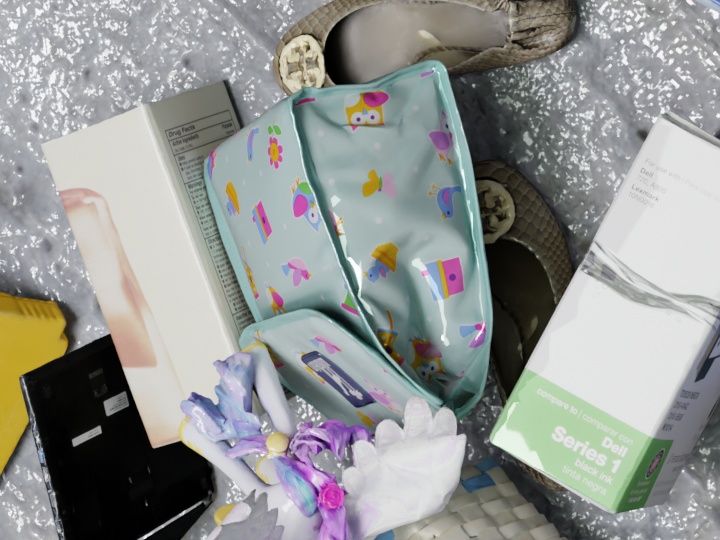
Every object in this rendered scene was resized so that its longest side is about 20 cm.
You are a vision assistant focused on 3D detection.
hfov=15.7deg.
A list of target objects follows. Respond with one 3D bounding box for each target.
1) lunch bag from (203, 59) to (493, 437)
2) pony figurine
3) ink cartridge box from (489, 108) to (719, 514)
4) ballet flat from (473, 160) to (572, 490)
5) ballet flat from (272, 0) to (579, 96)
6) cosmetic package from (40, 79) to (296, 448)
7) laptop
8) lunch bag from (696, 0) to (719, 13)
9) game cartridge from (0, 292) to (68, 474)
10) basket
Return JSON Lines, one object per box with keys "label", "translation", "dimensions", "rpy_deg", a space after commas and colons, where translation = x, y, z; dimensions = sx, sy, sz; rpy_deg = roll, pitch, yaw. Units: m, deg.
{"label": "lunch bag", "translation": [0.000, 0.000, 1.496], "dimensions": [0.170, 0.122, 0.200], "rpy_deg": [-23, 82, 67]}
{"label": "pony figurine", "translation": [-0.031, 0.137, 1.457], "dimensions": [0.200, 0.166, 0.193], "rpy_deg": [54, 161, 40]}
{"label": "ink cartridge box", "translation": [0.165, 0.024, 1.422], "dimensions": [0.084, 0.146, 0.200], "rpy_deg": [30, 97, 17]}
{"label": "ballet flat", "translation": [0.094, 0.034, 1.534], "dimensions": [0.067, 0.046, 0.200], "rpy_deg": [-10, 98, 28]}
{"label": "ballet flat", "translation": [0.032, -0.134, 1.532], "dimensions": [0.200, 0.046, 0.067], "rpy_deg": [-7, 98, 27]}
{"label": "cosmetic package", "translation": [-0.106, -0.005, 1.600], "dimensions": [0.087, 0.103, 0.200], "rpy_deg": [-17, 93, 30]}
{"label": "laptop", "translation": [-0.178, 0.145, 1.627], "dimensions": [0.103, 0.177, 0.200], "rpy_deg": [-9, 99, 27]}
{"label": "lunch bag", "translation": [0.232, -0.224, 1.400], "dimensions": [0.160, 0.076, 0.200], "rpy_deg": [30, 113, 14]}
{"label": "game cartridge", "translation": [-0.303, 0.083, 1.671], "dimensions": [0.176, 0.200, 0.032], "rpy_deg": [-60, 45, 24]}
{"label": "basket", "translation": [0.069, 0.229, 1.543], "dimensions": [0.200, 0.139, 0.176], "rpy_deg": [52, 132, 15]}
